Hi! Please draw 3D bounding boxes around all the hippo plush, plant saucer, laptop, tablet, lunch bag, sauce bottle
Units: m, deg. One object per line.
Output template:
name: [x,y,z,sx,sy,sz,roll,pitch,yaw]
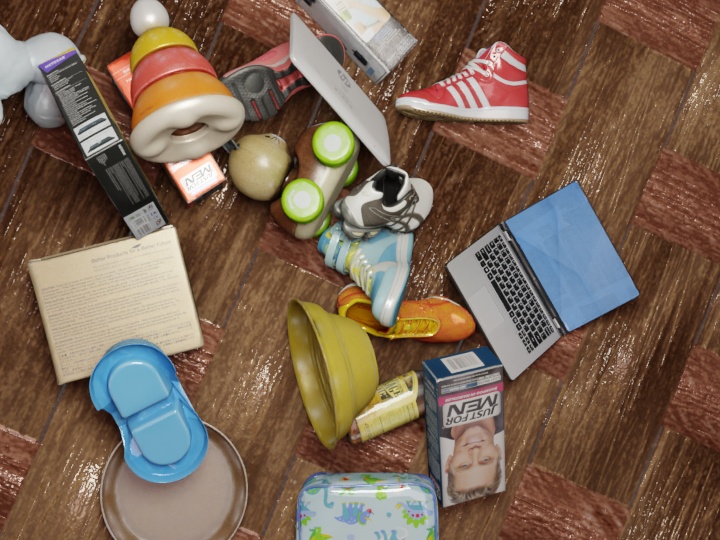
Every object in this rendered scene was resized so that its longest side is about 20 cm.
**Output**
hippo plush: [-0.450,-0.264,1.373,0.159,0.158,0.204,-4,107,-39]
plant saucer: [-0.252,0.298,1.439,0.196,0.032,0.204,0,91,-10]
laptop: [0.253,0.014,1.474,0.199,0.115,0.189,-34,95,-35]
tablet: [-0.025,-0.234,1.371,0.014,0.131,0.200,-31,123,20]
lunch bag: [0.009,0.360,1.444,0.196,0.082,0.164,-2,91,1]
sauce bottle: [0.065,0.176,1.476,0.197,0.066,0.067,-23,94,-11]

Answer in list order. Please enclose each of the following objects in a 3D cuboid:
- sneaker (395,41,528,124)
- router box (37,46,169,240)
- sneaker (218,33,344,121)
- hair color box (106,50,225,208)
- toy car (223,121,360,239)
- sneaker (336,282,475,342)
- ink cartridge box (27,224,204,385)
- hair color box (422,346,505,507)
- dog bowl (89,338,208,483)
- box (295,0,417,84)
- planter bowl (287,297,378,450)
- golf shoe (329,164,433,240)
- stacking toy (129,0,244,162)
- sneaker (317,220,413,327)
sneaker: [0.144,-0.266,1.484,0.196,0.071,0.115,1,94,-17]
router box: [-0.316,-0.153,1.320,0.052,0.201,0.158,-29,65,-7]
sneaker: [-0.118,-0.260,1.435,0.198,0.087,0.075,-26,115,-16]
hair color box: [-0.255,-0.186,1.399,0.063,0.111,0.202,-32,94,-8]
toy car: [-0.114,-0.151,1.408,0.198,0.164,0.160,29,85,5]
sneaker: [0.062,0.073,1.461,0.196,0.078,0.074,8,118,-4]
ink cartridge box: [-0.320,0.045,1.406,0.196,0.075,0.168,-14,91,-8]
hair color box: [0.143,0.214,1.448,0.098,0.061,0.203,-11,115,-14]
dog bowl: [-0.273,0.177,1.371,0.110,0.050,0.202,-25,111,-5]
box: [-0.020,-0.351,1.437,0.060,0.117,0.200,-45,98,-4]
planter bowl: [-0.029,0.126,1.396,0.082,0.200,0.204,-14,92,-17]
golf shoe: [0.052,-0.097,1.417,0.078,0.094,0.199,53,39,10]
stacking toy: [-0.234,-0.247,1.298,0.144,0.146,0.203,-17,77,-9]
sneaker: [0.000,0.000,1.415,0.128,0.201,0.081,14,118,-1]
